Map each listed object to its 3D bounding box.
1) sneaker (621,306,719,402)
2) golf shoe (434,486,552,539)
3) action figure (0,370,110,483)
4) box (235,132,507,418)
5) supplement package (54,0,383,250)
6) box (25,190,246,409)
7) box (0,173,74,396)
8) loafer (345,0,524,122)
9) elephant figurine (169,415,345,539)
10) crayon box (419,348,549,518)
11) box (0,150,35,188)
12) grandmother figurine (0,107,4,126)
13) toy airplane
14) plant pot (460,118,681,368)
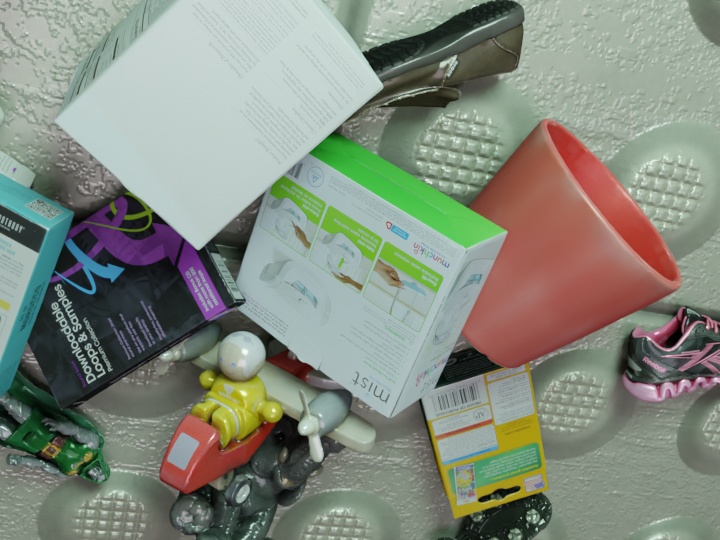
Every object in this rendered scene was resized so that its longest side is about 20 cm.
[{"bbox_3d":[0.396,0.084,0.976,0.198,0.079,0.096,-13,109,-5],"label":"sneaker"},{"bbox_3d":[0.163,0.345,1.081,0.200,0.077,0.088,-38,139,14],"label":"golf shoe"},{"bbox_3d":[-0.341,0.168,0.889,0.118,0.055,0.200,-43,122,10],"label":"action figure"},{"bbox_3d":[0.000,0.000,0.771,0.199,0.096,0.178,32,116,23],"label":"box"},{"bbox_3d":[-0.115,-0.159,0.691,0.200,0.151,0.152,-39,119,11],"label":"supplement package"},{"bbox_3d":[-0.225,0.018,0.790,0.199,0.036,0.144,-32,82,9],"label":"box"},{"bbox_3d":[-0.328,0.021,0.750,0.082,0.049,0.201,28,112,-2],"label":"box"},{"bbox_3d":[0.061,-0.172,0.762,0.198,0.073,0.071,-22,119,2],"label":"loafer"},{"bbox_3d":[-0.102,0.212,0.915,0.201,0.155,0.142,-55,161,-6],"label":"elephant figurine"},{"bbox_3d":[0.142,0.185,0.989,0.125,0.052,0.201,-16,120,-2],"label":"crayon box"},{"bbox_3d":[-0.375,-0.021,0.782,0.039,0.042,0.200,37,105,-26],"label":"box"},{"bbox_3d":[-0.367,-0.060,0.723,0.060,0.121,0.201,30,90,-48],"label":"grandmother figurine"},{"bbox_3d":[-0.097,0.107,0.816,0.198,0.200,0.142,-9,132,-6],"label":"toy airplane"},{"bbox_3d":[0.174,-0.013,0.816,0.200,0.201,0.177,35,118,-26],"label":"plant pot"}]
